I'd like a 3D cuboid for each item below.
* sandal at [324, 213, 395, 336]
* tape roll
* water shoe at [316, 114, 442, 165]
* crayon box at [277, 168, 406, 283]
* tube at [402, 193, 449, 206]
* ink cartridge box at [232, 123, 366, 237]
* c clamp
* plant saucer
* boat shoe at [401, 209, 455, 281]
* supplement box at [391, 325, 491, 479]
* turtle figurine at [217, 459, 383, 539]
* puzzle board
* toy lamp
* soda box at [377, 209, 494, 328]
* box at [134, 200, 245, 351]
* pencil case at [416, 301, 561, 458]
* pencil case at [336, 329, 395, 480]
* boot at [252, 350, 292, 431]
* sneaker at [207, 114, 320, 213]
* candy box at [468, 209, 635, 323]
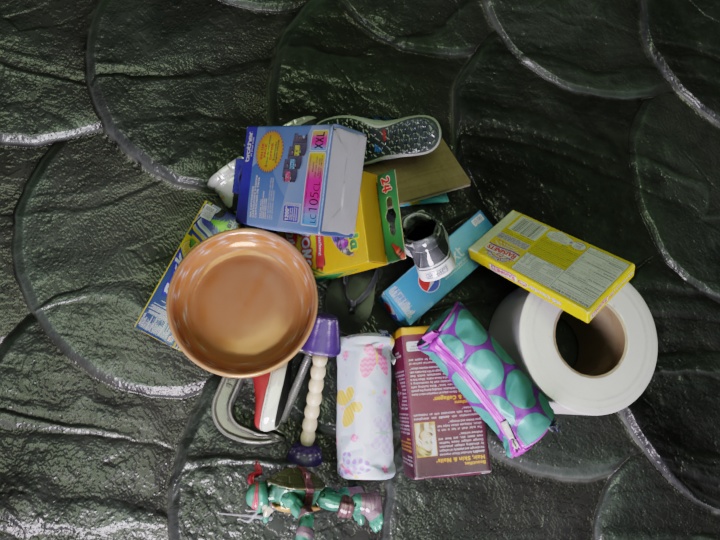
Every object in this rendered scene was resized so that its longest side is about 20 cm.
[{"bbox_3d":[0.000,-0.001,0.876,0.075,0.043,0.204,20,76,-2],"label":"sandal"},{"bbox_3d":[0.299,0.104,0.840,0.197,0.139,0.208,1,78,-6],"label":"tape roll"},{"bbox_3d":[0.025,-0.194,0.874,0.195,0.079,0.073,2,101,11],"label":"water shoe"},{"bbox_3d":[-0.034,-0.059,0.814,0.050,0.197,0.130,5,74,-51],"label":"crayon box"},{"bbox_3d":[0.036,-0.125,0.908,0.195,0.051,0.079,-10,71,-12],"label":"tube"},{"bbox_3d":[-0.095,-0.122,0.789,0.076,0.197,0.140,5,93,-49],"label":"ink cartridge box"},{"bbox_3d":[-0.115,0.161,0.836,0.168,0.027,0.203,29,76,0],"label":"c clamp"},{"bbox_3d":[-0.154,0.043,0.771,0.195,0.038,0.205,2,68,-6],"label":"plant saucer"},{"bbox_3d":[0.085,-0.052,0.820,0.070,0.201,0.069,-23,109,9],"label":"boat shoe"},{"bbox_3d":[0.110,0.183,0.827,0.107,0.086,0.205,-3,78,-8],"label":"supplement box"},{"bbox_3d":[-0.077,0.306,0.747,0.195,0.149,0.103,7,93,-20],"label":"turtle figurine"},{"bbox_3d":[0.053,-0.164,0.900,0.196,0.018,0.153,-17,61,-20],"label":"puzzle board"},{"bbox_3d":[-0.062,0.161,0.793,0.057,0.058,0.205,8,95,-5],"label":"toy lamp"},{"bbox_3d":[0.122,0.001,0.877,0.199,0.068,0.065,-38,83,-13],"label":"soda box"},{"bbox_3d":[-0.238,0.008,0.832,0.063,0.070,0.203,26,76,-1],"label":"box"},{"bbox_3d":[0.162,0.141,0.754,0.201,0.085,0.092,49,33,3],"label":"pencil case"},{"bbox_3d":[0.008,0.187,0.812,0.082,0.090,0.205,-7,78,37],"label":"pencil case"},{"bbox_3d":[-0.164,0.115,0.802,0.140,0.073,0.205,4,66,-2],"label":"boot"},{"bbox_3d":[-0.134,-0.161,0.889,0.199,0.074,0.081,-38,96,-8],"label":"sneaker"},{"bbox_3d":[0.252,-0.013,0.786,0.102,0.027,0.199,-39,45,-17],"label":"candy box"}]
